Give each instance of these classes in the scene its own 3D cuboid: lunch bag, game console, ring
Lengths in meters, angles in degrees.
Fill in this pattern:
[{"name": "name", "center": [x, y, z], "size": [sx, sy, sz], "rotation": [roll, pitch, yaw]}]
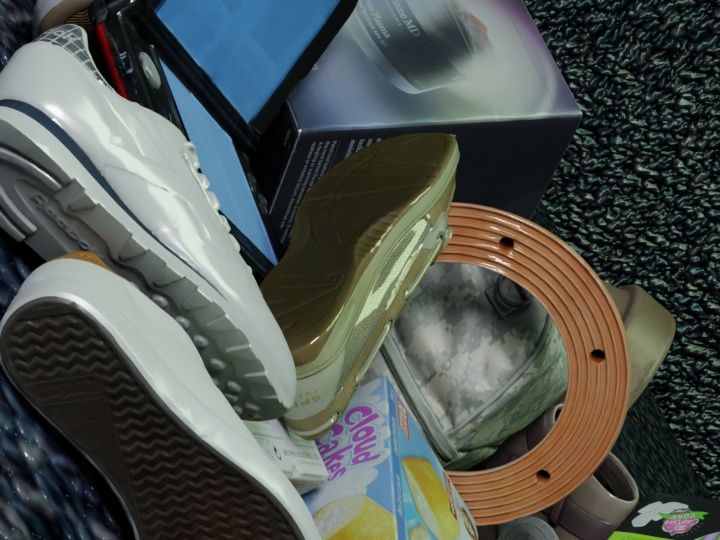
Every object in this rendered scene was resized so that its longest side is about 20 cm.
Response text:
[{"name": "lunch bag", "center": [0.062, 0.049, 1.246], "size": [0.140, 0.167, 0.200], "rotation": [64, 11, 11]}, {"name": "game console", "center": [-0.045, -0.093, 1.002], "size": [0.173, 0.118, 0.200], "rotation": [68, 8, 22]}, {"name": "ring", "center": [0.054, 0.054, 1.112], "size": [0.201, 0.199, 0.019], "rotation": [59, 20, -13]}]

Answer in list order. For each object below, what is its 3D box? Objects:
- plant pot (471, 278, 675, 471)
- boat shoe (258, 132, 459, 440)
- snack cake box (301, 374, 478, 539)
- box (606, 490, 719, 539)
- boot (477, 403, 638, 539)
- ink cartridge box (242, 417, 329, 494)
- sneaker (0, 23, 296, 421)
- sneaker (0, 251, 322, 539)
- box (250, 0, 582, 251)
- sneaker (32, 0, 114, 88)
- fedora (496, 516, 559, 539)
[{"name": "plant pot", "center": [0.118, 0.052, 1.527], "size": [0.174, 0.200, 0.200], "rotation": [43, 14, -7]}, {"name": "boat shoe", "center": [0.002, 0.000, 1.016], "size": [0.201, 0.073, 0.063], "rotation": [-61, 141, -46]}, {"name": "snack cake box", "center": [0.016, 0.160, 1.033], "size": [0.115, 0.067, 0.200], "rotation": [57, 12, -23]}, {"name": "box", "center": [0.197, 0.246, 1.177], "size": [0.200, 0.148, 0.125], "rotation": [-40, 119, -37]}, {"name": "boot", "center": [0.139, 0.195, 1.296], "size": [0.070, 0.147, 0.201], "rotation": [-3, 48, -41]}, {"name": "ink cartridge box", "center": [-0.084, 0.020, 0.978], "size": [0.201, 0.042, 0.119], "rotation": [68, 10, 12]}, {"name": "sneaker", "center": [-0.087, -0.016, 0.857], "size": [0.200, 0.076, 0.081], "rotation": [52, 42, -25]}, {"name": "sneaker", "center": [-0.070, 0.073, 0.819], "size": [0.201, 0.072, 0.085], "rotation": [58, 14, -17]}, {"name": "box", "center": [0.005, -0.128, 1.250], "size": [0.201, 0.197, 0.124], "rotation": [67, -31, 33]}, {"name": "sneaker", "center": [-0.146, -0.162, 1.046], "size": [0.200, 0.070, 0.109], "rotation": [29, 39, -83]}, {"name": "fedora", "center": [0.112, 0.231, 1.019], "size": [0.200, 0.090, 0.178], "rotation": [-98, -157, -69]}]
